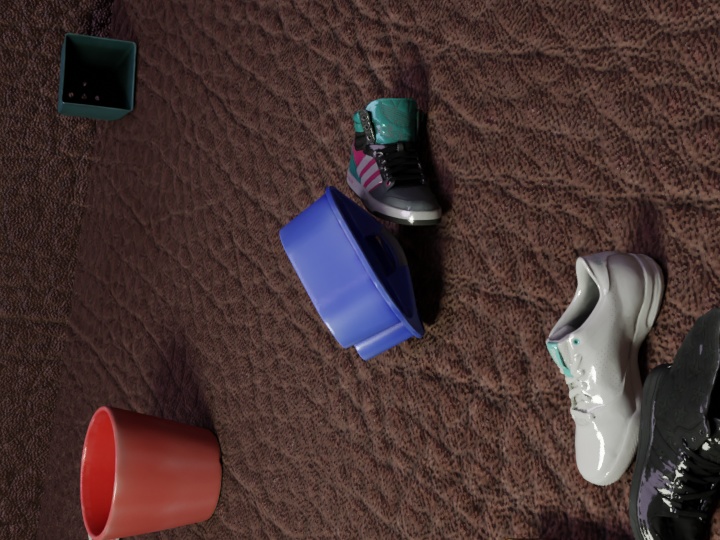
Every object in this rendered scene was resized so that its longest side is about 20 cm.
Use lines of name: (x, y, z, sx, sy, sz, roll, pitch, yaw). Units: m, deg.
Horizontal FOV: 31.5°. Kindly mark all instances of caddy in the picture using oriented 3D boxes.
caddy: (0.000, 0.000, 1.410, 0.105, 0.141, 0.200, -33, 66, 8)

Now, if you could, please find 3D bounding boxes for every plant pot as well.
plant pot: (-0.318, 0.312, 1.958, 0.200, 0.177, 0.202, -21, 66, 61)
plant pot: (-0.546, -0.378, 2.599, 0.200, 0.141, 0.142, 162, 112, -69)

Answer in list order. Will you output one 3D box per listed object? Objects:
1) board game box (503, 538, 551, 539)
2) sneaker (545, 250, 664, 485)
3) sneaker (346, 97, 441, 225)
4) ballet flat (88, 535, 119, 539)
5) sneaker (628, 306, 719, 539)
board game box: (0.192, 0.314, 1.090, 0.200, 0.046, 0.152, -10, 76, 62)
sneaker: (0.194, 0.082, 1.085, 0.075, 0.088, 0.201, 14, 98, 62)
sneaker: (0.042, -0.132, 1.442, 0.200, 0.083, 0.121, -135, 46, -58)
ballet flat: (-0.469, 0.445, 2.359, 0.076, 0.064, 0.201, 20, 103, 63)
sneaker: (0.260, 0.133, 0.976, 0.104, 0.060, 0.201, 159, 117, -66)
